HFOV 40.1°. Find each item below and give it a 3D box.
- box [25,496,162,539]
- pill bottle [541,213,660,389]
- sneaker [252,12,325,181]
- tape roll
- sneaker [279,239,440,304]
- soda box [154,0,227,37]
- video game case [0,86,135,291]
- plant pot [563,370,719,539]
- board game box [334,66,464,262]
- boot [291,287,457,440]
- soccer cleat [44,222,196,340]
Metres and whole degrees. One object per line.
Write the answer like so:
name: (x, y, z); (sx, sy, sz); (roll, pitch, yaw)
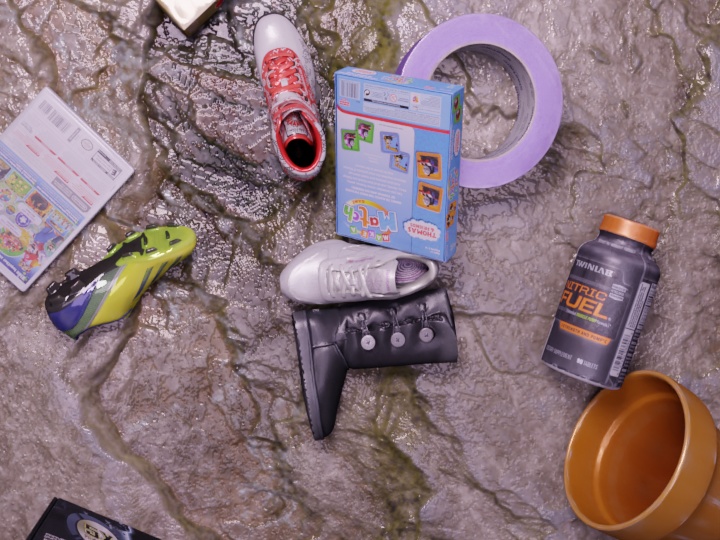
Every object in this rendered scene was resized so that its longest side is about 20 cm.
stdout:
box: (-0.303, 0.367, 1.164); (0.198, 0.164, 0.087); (25, 94, -6)
pill bottle: (0.301, 0.035, 1.211); (0.105, 0.106, 0.202); (18, 94, -7)
sneaker: (-0.080, -0.205, 1.149); (0.066, 0.108, 0.204); (-11, 97, -4)
tape roll: (0.135, -0.200, 1.181); (0.197, 0.085, 0.203); (-1, 95, -5)
sneaker: (0.000, 0.000, 1.183); (0.197, 0.100, 0.076); (-9, 99, -3)
soda box: (-0.154, -0.367, 1.147); (0.200, 0.064, 0.068); (-43, 98, 0)
video game case: (-0.388, -0.096, 1.179); (0.143, 0.018, 0.200); (43, 91, -8)
plant pot: (0.384, 0.251, 1.209); (0.182, 0.200, 0.202); (29, 93, -22)
board game box: (0.041, -0.122, 1.135); (0.150, 0.037, 0.202); (16, 120, 27)
boot: (0.024, 0.115, 1.220); (0.198, 0.066, 0.167); (-9, 99, -9)
soccer cleat: (-0.281, 0.012, 1.188); (0.199, 0.065, 0.084); (-30, 128, -6)
